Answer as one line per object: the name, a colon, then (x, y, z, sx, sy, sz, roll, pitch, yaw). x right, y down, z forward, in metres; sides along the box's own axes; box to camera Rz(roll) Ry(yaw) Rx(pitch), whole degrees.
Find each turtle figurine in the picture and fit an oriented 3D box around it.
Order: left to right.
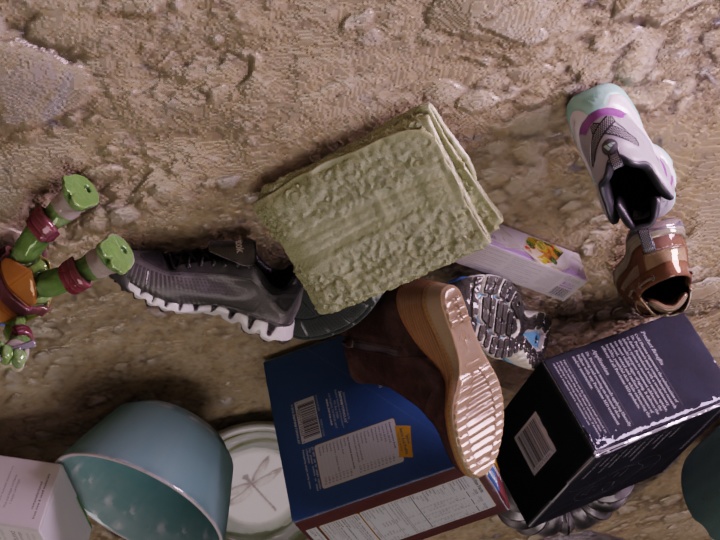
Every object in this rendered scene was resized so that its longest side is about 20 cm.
turtle figurine: (-0.314, 0.007, 1.368, 0.194, 0.144, 0.200, -33, 143, 19)

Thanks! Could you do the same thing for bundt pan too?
bundt pan: (0.253, 0.268, 1.943, 0.201, 0.076, 0.202, -9, 143, -7)

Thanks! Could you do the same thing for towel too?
towel: (0.016, -0.053, 1.427, 0.200, 0.037, 0.149, -27, 106, 15)

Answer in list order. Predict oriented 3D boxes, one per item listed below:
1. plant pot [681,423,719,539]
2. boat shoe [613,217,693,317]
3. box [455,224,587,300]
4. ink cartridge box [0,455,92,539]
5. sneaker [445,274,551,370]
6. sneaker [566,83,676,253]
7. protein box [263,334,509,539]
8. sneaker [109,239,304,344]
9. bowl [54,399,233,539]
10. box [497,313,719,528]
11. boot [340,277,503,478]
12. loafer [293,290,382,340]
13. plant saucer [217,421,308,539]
plant pot: (0.506, 0.240, 1.899, 0.200, 0.201, 0.196, 6, 147, -24)
boat shoe: (0.306, 0.015, 1.609, 0.076, 0.072, 0.200, -16, 157, 4)
box: (0.144, -0.018, 1.561, 0.200, 0.039, 0.041, 18, 133, -35)
ink cartridge box: (-0.407, 0.262, 1.668, 0.199, 0.084, 0.146, 6, 144, 12)
sneaker: (0.124, 0.057, 1.608, 0.090, 0.079, 0.200, 7, 164, 29)
sneaker: (0.256, -0.067, 1.445, 0.078, 0.140, 0.200, -27, 141, 18)
protein box: (0.026, 0.174, 1.643, 0.200, 0.199, 0.135, -20, 144, 9)
sneaker: (-0.140, 0.001, 1.483, 0.200, 0.067, 0.091, 19, 115, -21)
bowl: (-0.217, 0.213, 1.665, 0.200, 0.105, 0.201, 18, 146, 12)
box: (0.270, 0.165, 1.711, 0.196, 0.124, 0.200, -16, 155, -26)
boot: (0.056, 0.107, 1.543, 0.072, 0.200, 0.166, -14, -177, -39)
loafer: (0.000, 0.000, 1.523, 0.072, 0.063, 0.200, 47, 124, -7)
plant saucer: (-0.120, 0.255, 1.794, 0.200, 0.050, 0.201, -3, 113, -8)
